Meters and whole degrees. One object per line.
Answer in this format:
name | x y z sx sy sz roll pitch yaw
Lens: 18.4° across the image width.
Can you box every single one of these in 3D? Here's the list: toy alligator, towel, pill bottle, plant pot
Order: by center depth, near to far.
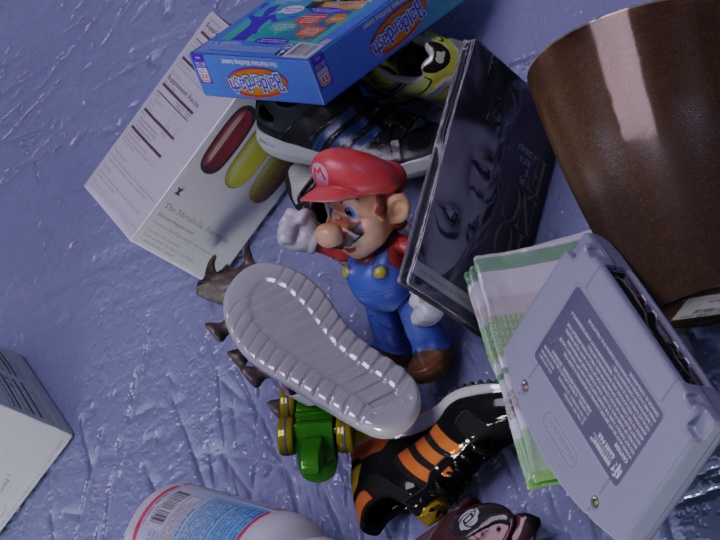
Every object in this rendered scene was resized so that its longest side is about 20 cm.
plant pot | 0.231 -0.067 1.600 0.187 0.187 0.201 -23 68 34
towel | 0.168 0.057 1.632 0.149 0.031 0.201 -15 54 1
toy alligator | -0.032 0.109 1.770 0.059 0.054 0.200 -4 36 5
pill bottle | -0.091 0.239 1.777 0.200 0.109 0.109 9 76 46

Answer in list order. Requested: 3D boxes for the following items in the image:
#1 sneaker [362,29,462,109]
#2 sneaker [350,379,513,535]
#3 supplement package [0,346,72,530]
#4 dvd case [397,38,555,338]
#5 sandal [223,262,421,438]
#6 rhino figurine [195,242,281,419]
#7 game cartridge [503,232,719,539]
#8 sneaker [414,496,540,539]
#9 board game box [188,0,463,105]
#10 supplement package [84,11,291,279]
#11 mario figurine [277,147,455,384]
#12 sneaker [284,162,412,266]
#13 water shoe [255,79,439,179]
sneaker | 0.028 -0.183 1.909 0.200 0.076 0.076 5 74 46
sneaker | 0.070 0.149 1.703 0.200 0.070 0.090 -23 57 41
supplement package | -0.419 0.156 2.067 0.191 0.200 0.147 -53 43 9
dvd case | 0.097 -0.058 1.723 0.016 0.149 0.201 6 73 37
sandal | -0.035 0.072 1.738 0.082 0.050 0.203 -38 58 -17
rhino figurine | -0.084 0.041 1.908 0.087 0.060 0.200 -38 43 -4
game cartridge | 0.170 0.086 1.524 0.133 0.041 0.200 -56 40 26
sneaker | 0.101 0.237 1.621 0.116 0.076 0.200 -47 44 10
board game box | -0.023 -0.209 1.868 0.152 0.045 0.200 9 40 46
supplement package | -0.133 -0.110 1.996 0.200 0.114 0.110 -53 43 8
mario figurine | 0.000 0.000 1.745 0.123 0.201 0.106 -16 19 10
sneaker | -0.017 -0.057 1.878 0.076 0.088 0.200 -57 41 7
water shoe | -0.005 -0.127 1.870 0.199 0.079 0.072 7 30 26
